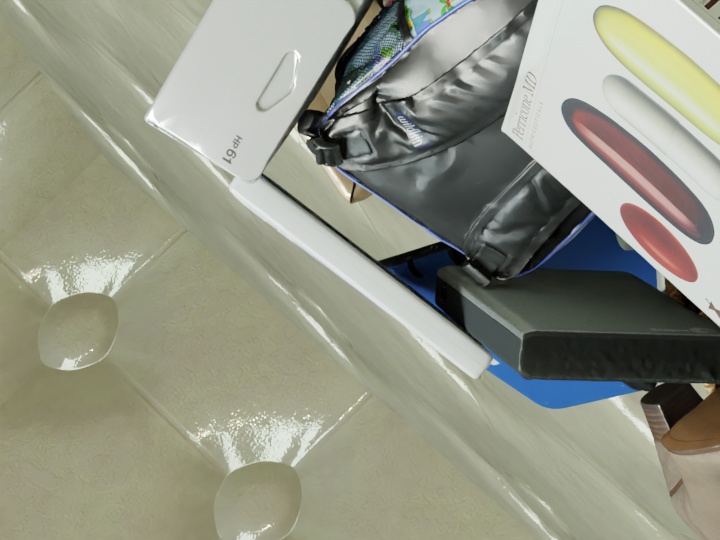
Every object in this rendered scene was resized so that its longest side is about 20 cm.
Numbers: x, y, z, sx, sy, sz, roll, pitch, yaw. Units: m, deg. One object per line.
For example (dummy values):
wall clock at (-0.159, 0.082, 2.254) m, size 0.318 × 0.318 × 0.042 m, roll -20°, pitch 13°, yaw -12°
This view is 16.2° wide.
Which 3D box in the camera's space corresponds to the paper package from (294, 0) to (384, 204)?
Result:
paper package at (-0.017, -0.166, 1.916) m, size 0.191 × 0.103 × 0.200 m, roll 58°, pitch -174°, yaw -10°

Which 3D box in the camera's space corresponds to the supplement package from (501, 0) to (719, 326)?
supplement package at (0.197, -0.092, 1.196) m, size 0.200 × 0.147 × 0.191 m, roll 43°, pitch 154°, yaw 18°

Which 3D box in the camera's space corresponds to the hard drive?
hard drive at (0.138, 0.033, 1.584) m, size 0.139 × 0.033 × 0.200 m, roll 2°, pitch -169°, yaw -14°

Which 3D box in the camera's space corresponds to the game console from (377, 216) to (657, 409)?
game console at (0.136, -0.005, 1.799) m, size 0.200 × 0.119 × 0.170 m, roll 35°, pitch 150°, yaw -27°

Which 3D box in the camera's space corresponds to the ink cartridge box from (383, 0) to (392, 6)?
ink cartridge box at (0.064, -0.155, 1.793) m, size 0.109 × 0.050 × 0.200 m, roll 59°, pitch -176°, yaw -9°

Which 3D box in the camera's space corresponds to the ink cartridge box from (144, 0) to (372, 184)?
ink cartridge box at (-0.049, -0.158, 1.615) m, size 0.084 × 0.145 × 0.200 m, roll 31°, pitch -159°, yaw -3°

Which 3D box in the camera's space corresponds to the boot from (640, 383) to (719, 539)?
boot at (0.240, 0.141, 1.552) m, size 0.147 × 0.070 × 0.200 m, roll 58°, pitch 174°, yaw -10°

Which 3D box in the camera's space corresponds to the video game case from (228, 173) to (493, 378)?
video game case at (0.000, 0.000, 1.674) m, size 0.200 × 0.023 × 0.182 m, roll 38°, pitch -179°, yaw -1°

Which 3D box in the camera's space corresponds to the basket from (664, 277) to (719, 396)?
basket at (0.249, 0.033, 1.570) m, size 0.142 × 0.149 × 0.200 m, roll 31°, pitch 172°, yaw -2°

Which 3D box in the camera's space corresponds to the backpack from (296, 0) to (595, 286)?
backpack at (0.096, -0.122, 1.562) m, size 0.183 × 0.200 × 0.147 m, roll 36°, pitch -142°, yaw -19°

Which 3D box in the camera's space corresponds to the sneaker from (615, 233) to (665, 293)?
sneaker at (0.252, 0.018, 1.736) m, size 0.200 × 0.099 × 0.078 m, roll 46°, pitch 171°, yaw 3°
